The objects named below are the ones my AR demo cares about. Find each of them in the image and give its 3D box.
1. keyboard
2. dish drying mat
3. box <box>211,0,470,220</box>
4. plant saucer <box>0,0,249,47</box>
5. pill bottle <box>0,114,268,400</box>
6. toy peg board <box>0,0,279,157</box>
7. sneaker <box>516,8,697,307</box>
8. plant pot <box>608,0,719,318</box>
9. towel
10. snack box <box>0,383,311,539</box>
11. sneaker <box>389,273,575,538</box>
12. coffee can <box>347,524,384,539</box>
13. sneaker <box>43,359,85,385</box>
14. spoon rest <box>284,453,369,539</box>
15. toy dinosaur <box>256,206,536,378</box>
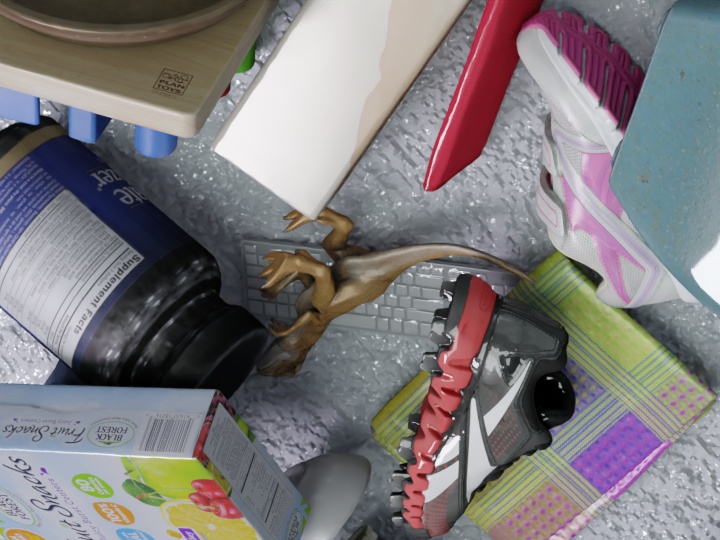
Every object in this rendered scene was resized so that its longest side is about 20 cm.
[{"bbox_3d":[0.021,0.016,1.741,0.199,0.011,0.056,7,117,16],"label":"keyboard"},{"bbox_3d":[0.082,-0.142,1.605,0.018,0.077,0.200,29,121,14],"label":"dish drying mat"},{"bbox_3d":[0.003,-0.137,1.626,0.078,0.095,0.200,35,122,-1],"label":"box"},{"bbox_3d":[-0.140,-0.191,1.594,0.199,0.200,0.030,16,135,11],"label":"plant saucer"},{"bbox_3d":[-0.157,0.006,1.717,0.200,0.112,0.112,40,122,13],"label":"pill bottle"},{"bbox_3d":[-0.153,-0.138,1.631,0.199,0.199,0.098,16,135,11],"label":"toy peg board"},{"bbox_3d":[0.136,-0.055,1.626,0.088,0.081,0.200,-23,105,25],"label":"sneaker"},{"bbox_3d":[0.253,-0.072,1.521,0.200,0.196,0.196,24,121,14],"label":"plant pot"},{"bbox_3d":[0.110,0.089,1.733,0.144,0.023,0.200,42,124,-4],"label":"towel"},{"bbox_3d":[-0.149,0.125,1.697,0.199,0.053,0.142,1,146,27],"label":"snack box"},{"bbox_3d":[0.076,0.094,1.692,0.098,0.071,0.201,15,129,1],"label":"sneaker"},{"bbox_3d":[0.037,0.280,1.785,0.200,0.146,0.146,38,121,-1],"label":"coffee can"},{"bbox_3d":[-0.117,0.120,1.798,0.200,0.081,0.146,47,125,0],"label":"sneaker"},{"bbox_3d":[-0.064,0.193,1.764,0.200,0.099,0.061,-45,103,-4],"label":"spoon rest"},{"bbox_3d":[0.000,0.000,1.712,0.106,0.061,0.200,34,134,-31],"label":"toy dinosaur"}]
